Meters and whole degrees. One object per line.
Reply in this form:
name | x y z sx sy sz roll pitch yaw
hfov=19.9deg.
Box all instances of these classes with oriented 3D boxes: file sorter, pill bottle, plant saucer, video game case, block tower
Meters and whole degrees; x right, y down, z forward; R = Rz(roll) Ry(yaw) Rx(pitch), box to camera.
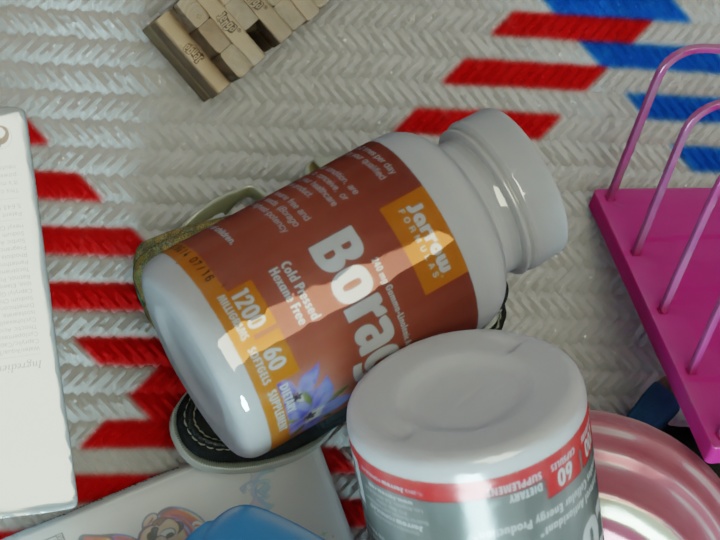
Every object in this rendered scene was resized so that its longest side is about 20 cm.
file sorter | 0.233 -0.015 1.106 0.139 0.126 0.200 -1 44 -18
pill bottle | 0.000 0.000 1.029 0.200 0.112 0.112 -29 96 -15
plant saucer | 0.111 0.173 1.099 0.200 0.051 0.201 1 113 4
video game case | -0.076 0.205 1.103 0.182 0.024 0.201 -21 93 -18
block tower | -0.023 -0.177 1.123 0.200 0.054 0.058 -44 101 -14
pill bottle | 0.063 0.140 0.995 0.114 0.114 0.201 -21 121 -17

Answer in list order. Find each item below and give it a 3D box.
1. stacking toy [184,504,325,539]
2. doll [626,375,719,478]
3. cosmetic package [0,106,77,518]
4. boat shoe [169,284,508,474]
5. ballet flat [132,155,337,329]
stacking toy | -0.030 0.208 1.027 0.110 0.200 0.116 25 74 26
doll | 0.186 0.120 1.165 0.199 0.048 0.137 0 94 -25
cosmetic package | -0.196 0.024 1.035 0.074 0.102 0.201 -6 88 -17
boat shoe | -0.011 0.044 1.104 0.200 0.060 0.076 -28 73 -21
ballet flat | -0.032 -0.026 1.112 0.200 0.071 0.071 -23 94 -19
